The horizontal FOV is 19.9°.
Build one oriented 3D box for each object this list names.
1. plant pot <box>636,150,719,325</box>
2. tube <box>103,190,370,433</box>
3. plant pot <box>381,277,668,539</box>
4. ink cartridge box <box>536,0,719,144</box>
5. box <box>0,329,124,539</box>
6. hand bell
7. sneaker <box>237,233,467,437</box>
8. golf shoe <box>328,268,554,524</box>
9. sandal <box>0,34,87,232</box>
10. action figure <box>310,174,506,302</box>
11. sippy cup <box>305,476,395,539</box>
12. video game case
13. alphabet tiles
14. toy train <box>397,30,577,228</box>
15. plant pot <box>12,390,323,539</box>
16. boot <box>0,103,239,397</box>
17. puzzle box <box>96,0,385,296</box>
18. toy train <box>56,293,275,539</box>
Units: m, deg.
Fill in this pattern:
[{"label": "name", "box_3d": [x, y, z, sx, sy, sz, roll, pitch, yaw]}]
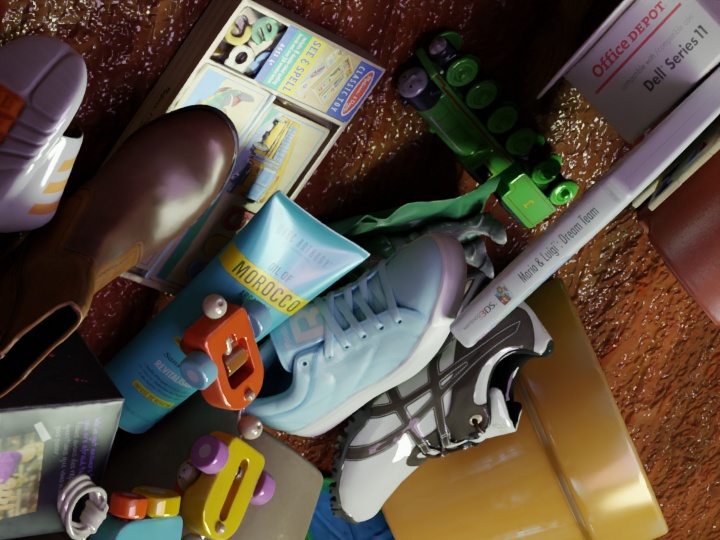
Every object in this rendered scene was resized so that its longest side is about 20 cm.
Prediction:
[{"label": "plant pot", "box_3d": [0.321, -0.045, 1.507, 0.195, 0.201, 0.201, -39, 139, 11]}, {"label": "tube", "box_3d": [-0.090, 0.029, 1.319, 0.077, 0.051, 0.200, 32, 119, -32]}, {"label": "plant pot", "box_3d": [0.102, 0.132, 1.500, 0.182, 0.201, 0.201, -23, 138, 5]}, {"label": "ink cartridge box", "box_3d": [0.208, -0.158, 1.320, 0.200, 0.067, 0.117, -39, 174, -45]}, {"label": "box", "box_3d": [-0.261, 0.090, 1.231, 0.199, 0.122, 0.107, -4, 126, -34]}, {"label": "hand bell", "box_3d": [0.144, -0.184, 1.344, 0.104, 0.104, 0.200, -7, 140, -32]}, {"label": "sneaker", "box_3d": [-0.013, 0.044, 1.341, 0.082, 0.074, 0.200, 12, 133, -42]}, {"label": "golf shoe", "box_3d": [0.053, 0.100, 1.393, 0.201, 0.094, 0.078, -59, 159, 12]}, {"label": "sandal", "box_3d": [-0.214, -0.045, 1.191, 0.059, 0.079, 0.207, 15, 115, -52]}, {"label": "action figure", "box_3d": [0.000, 0.000, 1.398, 0.199, 0.055, 0.118, -14, 145, -20]}, {"label": "sippy cup", "box_3d": [-0.033, 0.247, 1.534, 0.177, 0.140, 0.130, 25, 119, -35]}, {"label": "video game case", "box_3d": [0.157, -0.048, 1.308, 0.200, 0.024, 0.182, -41, 176, -45]}, {"label": "alphabet tiles", "box_3d": [0.250, -0.126, 1.387, 0.166, 0.006, 0.200, -47, -171, 44]}, {"label": "toy train", "box_3d": [0.086, -0.092, 1.397, 0.056, 0.042, 0.200, -36, 139, 10]}, {"label": "plant pot", "box_3d": [-0.116, 0.181, 1.384, 0.175, 0.200, 0.200, -56, 139, -8]}, {"label": "boot", "box_3d": [-0.154, -0.012, 1.156, 0.188, 0.200, 0.069, -30, 102, 10]}, {"label": "puzzle box", "box_3d": [-0.087, -0.074, 1.294, 0.133, 0.025, 0.200, 21, 111, -45]}, {"label": "toy train", "box_3d": [-0.121, 0.111, 1.260, 0.200, 0.055, 0.151, -47, 133, -35]}]
